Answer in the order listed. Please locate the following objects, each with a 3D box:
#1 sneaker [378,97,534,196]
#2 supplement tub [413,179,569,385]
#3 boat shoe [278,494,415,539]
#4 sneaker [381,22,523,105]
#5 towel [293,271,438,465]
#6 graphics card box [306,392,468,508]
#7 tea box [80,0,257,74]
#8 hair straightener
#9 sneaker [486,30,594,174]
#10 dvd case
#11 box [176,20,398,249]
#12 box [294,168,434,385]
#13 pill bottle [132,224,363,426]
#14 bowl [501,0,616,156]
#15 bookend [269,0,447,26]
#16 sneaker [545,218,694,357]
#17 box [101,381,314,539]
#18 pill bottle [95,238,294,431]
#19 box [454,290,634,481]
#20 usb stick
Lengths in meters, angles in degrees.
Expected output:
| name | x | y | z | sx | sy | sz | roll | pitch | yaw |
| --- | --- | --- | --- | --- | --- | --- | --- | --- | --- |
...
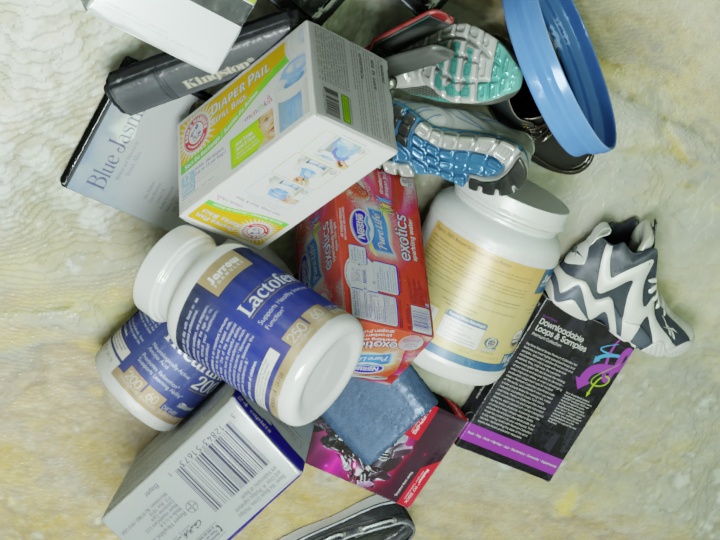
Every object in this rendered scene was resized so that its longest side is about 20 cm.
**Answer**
| name | x | y | z | sx | sy | sz | roll | pitch | yaw |
| --- | --- | --- | --- | --- | --- | --- | --- | --- | --- |
| sneaker | 0.082 | -0.134 | 1.743 | 0.199 | 0.087 | 0.075 | 20 | 123 | 13 |
| supplement tub | 0.119 | 0.002 | 1.803 | 0.144 | 0.145 | 0.201 | 16 | 109 | -26 |
| boat shoe | -0.030 | 0.323 | 1.948 | 0.199 | 0.068 | 0.072 | -26 | 121 | -7 |
| sneaker | 0.098 | -0.195 | 1.683 | 0.091 | 0.200 | 0.078 | 12 | 95 | -39 |
| towel | -0.016 | 0.092 | 1.786 | 0.112 | 0.049 | 0.200 | -42 | 81 | 21 |
| graphics card box | 0.005 | 0.168 | 1.896 | 0.200 | 0.051 | 0.126 | 28 | 103 | -28 |
| tea box | -0.156 | -0.309 | 1.518 | 0.133 | 0.200 | 0.197 | 25 | 103 | -28 |
| hair straightener | 0.007 | -0.182 | 1.667 | 0.199 | 0.077 | 0.041 | -17 | 158 | 35 |
| sneaker | 0.183 | -0.151 | 1.774 | 0.075 | 0.106 | 0.200 | -46 | 121 | 5 |
| dvd case | -0.176 | -0.109 | 1.713 | 0.199 | 0.018 | 0.143 | 23 | 106 | -28 |
| box | -0.073 | -0.121 | 1.615 | 0.101 | 0.113 | 0.200 | 22 | 138 | -37 |
| box | 0.000 | 0.000 | 1.718 | 0.099 | 0.201 | 0.096 | 13 | 140 | -25 |
| pill bottle | -0.106 | 0.046 | 1.605 | 0.116 | 0.200 | 0.116 | -46 | 156 | -28 |
| bowl | 0.189 | -0.203 | 1.667 | 0.039 | 0.201 | 0.201 | -20 | 124 | 19 |
| bookend | -0.001 | -0.290 | 1.647 | 0.200 | 0.092 | 0.199 | -47 | 121 | 7 |
| sneaker | 0.313 | 0.009 | 1.915 | 0.199 | 0.080 | 0.130 | 26 | 113 | -18 |
| box | -0.146 | 0.194 | 1.745 | 0.184 | 0.200 | 0.105 | -42 | 98 | 11 |
| pill bottle | -0.161 | 0.056 | 1.738 | 0.200 | 0.111 | 0.111 | -45 | 121 | 9 |
| box | 0.206 | 0.130 | 1.962 | 0.143 | 0.036 | 0.200 | 24 | 106 | -29 |
| usb stick | -0.142 | -0.193 | 1.616 | 0.199 | 0.033 | 0.056 | -18 | 144 | 12 |
